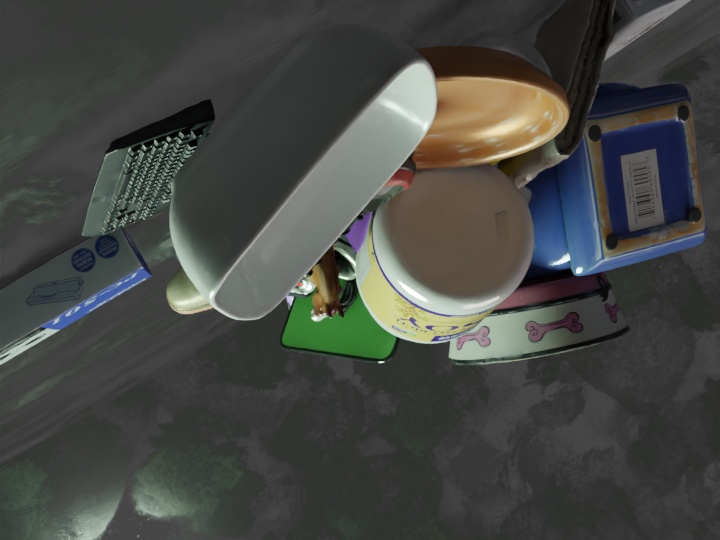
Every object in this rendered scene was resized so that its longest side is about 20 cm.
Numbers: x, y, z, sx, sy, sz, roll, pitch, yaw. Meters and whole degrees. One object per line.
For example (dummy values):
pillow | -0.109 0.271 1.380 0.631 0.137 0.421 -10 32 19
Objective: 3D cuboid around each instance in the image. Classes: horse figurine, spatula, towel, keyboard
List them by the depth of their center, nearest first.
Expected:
keyboard | -0.130 -0.058 0.776 0.104 0.040 0.200 -29 178 -21
horse figurine | -0.043 -0.046 1.028 0.132 0.050 0.201 -22 -129 60
towel | 0.185 -0.173 1.080 0.133 0.034 0.201 142 -32 -68
spatula | -0.004 -0.081 1.085 0.200 0.020 0.057 -91 -165 -63

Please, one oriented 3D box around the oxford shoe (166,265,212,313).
oxford shoe | -0.133 -0.027 1.222 0.200 0.071 0.074 -36 156 7

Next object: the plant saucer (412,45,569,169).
plant saucer | 0.062 -0.127 0.899 0.199 0.038 0.200 -3 167 -1

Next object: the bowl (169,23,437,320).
bowl | -0.041 -0.067 0.738 0.200 0.075 0.200 -49 170 0

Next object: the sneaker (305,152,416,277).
sneaker | -0.041 -0.041 0.938 0.199 0.099 0.071 -16 160 23

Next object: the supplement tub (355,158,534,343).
supplement tub | 0.072 -0.012 1.080 0.145 0.146 0.200 -30 171 -13

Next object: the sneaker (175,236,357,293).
sneaker | -0.082 -0.017 1.134 0.199 0.089 0.074 -6 136 -35

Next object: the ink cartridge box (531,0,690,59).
ink cartridge box | 0.279 -0.275 1.307 0.162 0.057 0.200 -33 -178 42

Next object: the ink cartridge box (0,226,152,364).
ink cartridge box | -0.265 0.034 0.910 0.199 0.044 0.094 -31 179 -7

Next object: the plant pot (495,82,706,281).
plant pot | 0.248 -0.096 1.225 0.199 0.201 0.180 -13 -171 -26

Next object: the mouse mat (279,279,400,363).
mouse mat | 0.000 0.000 1.233 0.160 0.008 0.201 5 -113 39

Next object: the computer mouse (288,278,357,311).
computer mouse | -0.083 -0.023 1.270 0.199 0.139 0.053 -2 154 36

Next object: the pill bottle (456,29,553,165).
pill bottle | 0.095 -0.140 1.081 0.104 0.105 0.200 -30 177 -23

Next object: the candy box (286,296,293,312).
candy box | 0.008 -0.006 1.343 0.199 0.169 0.071 -10 -172 27

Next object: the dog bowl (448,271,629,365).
dog bowl | 0.188 0.047 1.255 0.199 0.074 0.200 -11 -179 0
